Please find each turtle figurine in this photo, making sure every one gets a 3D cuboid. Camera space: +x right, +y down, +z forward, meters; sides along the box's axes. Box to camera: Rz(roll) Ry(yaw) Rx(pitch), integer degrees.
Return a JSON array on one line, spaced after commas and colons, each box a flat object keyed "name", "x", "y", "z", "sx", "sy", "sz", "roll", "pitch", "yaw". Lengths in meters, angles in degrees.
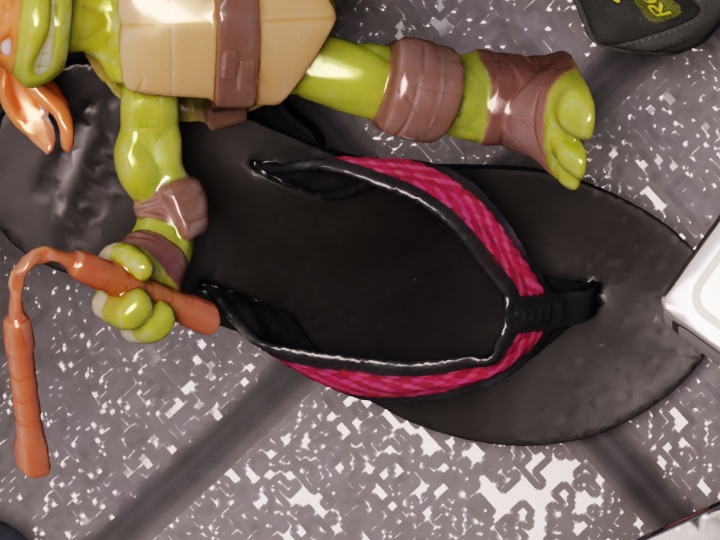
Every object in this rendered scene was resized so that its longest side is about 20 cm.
[{"name": "turtle figurine", "x": -0.025, "y": -0.052, "z": 0.714, "sx": 0.160, "sy": 0.064, "sz": 0.201, "roll": 0, "pitch": 93, "yaw": -9}]

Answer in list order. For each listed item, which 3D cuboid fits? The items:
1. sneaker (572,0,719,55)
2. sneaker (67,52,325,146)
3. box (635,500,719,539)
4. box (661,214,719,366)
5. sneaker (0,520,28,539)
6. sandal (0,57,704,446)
[{"name": "sneaker", "x": 0.034, "y": -0.134, "z": 0.776, "sx": 0.074, "sy": 0.085, "sz": 0.200, "roll": -20, "pitch": 58, "yaw": -35}, {"name": "sneaker", "x": -0.030, "y": -0.112, "z": 0.790, "sx": 0.082, "sy": 0.072, "sz": 0.201, "roll": 6, "pitch": 98, "yaw": 0}, {"name": "box", "x": 0.036, "y": 0.164, "z": 0.772, "sx": 0.199, "sy": 0.038, "sz": 0.137, "roll": -25, "pitch": 84, "yaw": 5}, {"name": "box", "x": 0.164, "y": -0.037, "z": 0.596, "sx": 0.116, "sy": 0.060, "sz": 0.200, "roll": 37, "pitch": 92, "yaw": 8}, {"name": "sneaker", "x": -0.141, "y": 0.158, "z": 0.772, "sx": 0.070, "sy": 0.082, "sz": 0.201, "roll": 25, "pitch": 89, "yaw": 8}, {"name": "sandal", "x": 0.000, "y": 0.000, "z": 0.760, "sx": 0.199, "sy": 0.045, "sz": 0.076, "roll": 16, "pitch": 98, "yaw": -13}]
